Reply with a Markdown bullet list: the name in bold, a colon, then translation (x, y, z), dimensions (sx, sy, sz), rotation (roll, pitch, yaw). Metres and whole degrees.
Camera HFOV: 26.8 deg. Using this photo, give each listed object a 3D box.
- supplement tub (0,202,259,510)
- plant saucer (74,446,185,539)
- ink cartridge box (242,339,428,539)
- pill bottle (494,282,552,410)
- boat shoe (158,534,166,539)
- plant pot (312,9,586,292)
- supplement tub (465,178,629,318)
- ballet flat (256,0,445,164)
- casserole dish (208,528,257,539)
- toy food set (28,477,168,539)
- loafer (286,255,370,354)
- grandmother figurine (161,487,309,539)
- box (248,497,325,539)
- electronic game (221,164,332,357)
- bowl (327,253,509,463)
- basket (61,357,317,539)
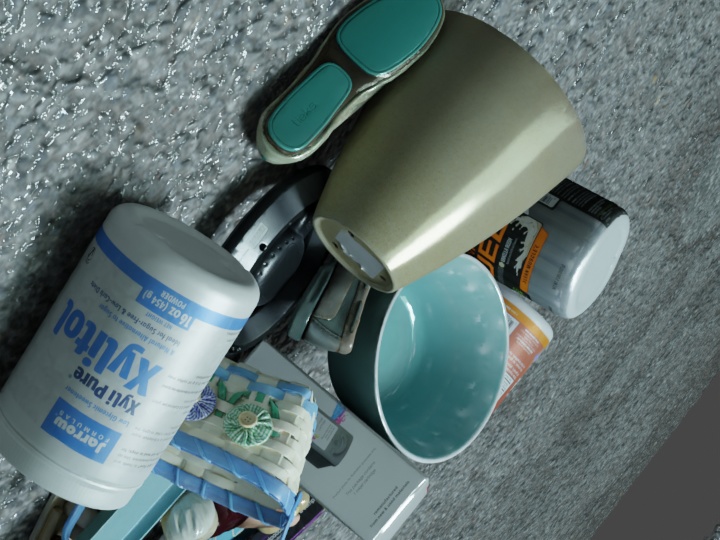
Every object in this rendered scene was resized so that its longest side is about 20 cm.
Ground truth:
- **supplement tub**: translation (-0.178, 0.063, 1.135), dimensions (0.201, 0.132, 0.132), rotation (-58, 156, 9)
- **plant saucer**: translation (-0.200, 0.212, 1.333), dimensions (0.200, 0.019, 0.070), rotation (-49, 151, -26)
- **ink cartridge box**: translation (-0.034, 0.167, 1.420), dimensions (0.086, 0.200, 0.148), rotation (-50, 169, -7)
- **pill bottle**: translation (0.126, 0.117, 1.783), dimensions (0.200, 0.112, 0.112), rotation (-50, 156, -5)
- **boat shoe**: translation (-0.208, 0.344, 1.474), dimensions (0.200, 0.065, 0.074), rotation (-63, -178, -35)
- **plant pot**: translation (0.058, -0.084, 1.281), dimensions (0.200, 0.187, 0.188), rotation (-48, 156, -18)
- **supplement tub**: translation (0.152, -0.049, 1.486), dimensions (0.123, 0.199, 0.123), rotation (-46, 154, -31)
- **ballet flat**: translation (-0.014, -0.162, 1.235), dimensions (0.200, 0.068, 0.062), rotation (-42, -178, -15)
- **casserole dish**: translation (-0.130, 0.230, 1.563), dimensions (0.121, 0.039, 0.201), rotation (-37, 150, -33)
- **toy food set**: translation (-0.245, 0.268, 1.378), dimensions (0.143, 0.060, 0.201), rotation (-2, 126, -60)
- **loafer**: translation (0.000, 0.000, 1.394), dimensions (0.200, 0.063, 0.072), rotation (-58, 173, -37)
- **grandmother figurine**: translation (-0.122, 0.231, 1.451), dimensions (0.121, 0.061, 0.200), rotation (-50, 159, 18)
- **box**: translation (-0.094, 0.294, 1.663), dimensions (0.200, 0.036, 0.143), rotation (-38, 173, -28)
- **electronic game**: translation (-0.082, -0.006, 1.322), dimensions (0.200, 0.042, 0.200), rotation (-49, 164, -20)
- **bowl**: translation (0.044, 0.076, 1.457), dimensions (0.200, 0.105, 0.202), rotation (-11, 105, -46)
- **basket**: translation (-0.133, 0.172, 1.248), dimensions (0.139, 0.176, 0.201), rotation (86, 25, -70)
